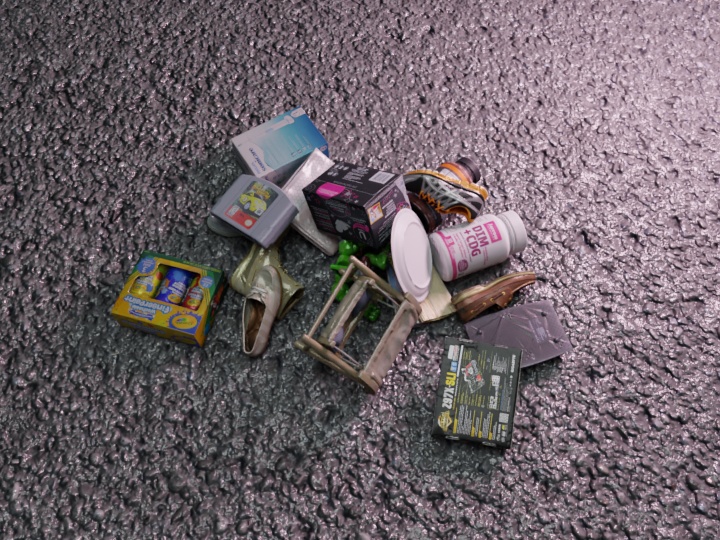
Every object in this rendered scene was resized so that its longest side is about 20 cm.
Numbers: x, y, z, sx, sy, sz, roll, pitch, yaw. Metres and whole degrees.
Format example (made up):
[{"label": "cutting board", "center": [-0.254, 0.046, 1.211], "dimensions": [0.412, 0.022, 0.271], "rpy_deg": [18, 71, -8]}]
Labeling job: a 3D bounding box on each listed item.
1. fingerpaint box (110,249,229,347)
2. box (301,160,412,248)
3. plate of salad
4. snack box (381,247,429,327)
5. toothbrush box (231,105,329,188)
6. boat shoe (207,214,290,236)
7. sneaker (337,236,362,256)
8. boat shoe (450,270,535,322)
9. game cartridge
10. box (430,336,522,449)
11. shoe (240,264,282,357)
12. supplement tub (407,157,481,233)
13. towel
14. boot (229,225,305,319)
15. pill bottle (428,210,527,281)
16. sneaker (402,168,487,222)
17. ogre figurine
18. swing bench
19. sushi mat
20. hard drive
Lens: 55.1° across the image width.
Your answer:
[{"label": "fingerpaint box", "center": [-0.416, 0.060, 1.518], "dimensions": [0.199, 0.074, 0.168], "rpy_deg": [14, 62, 10]}, {"label": "box", "center": [-0.005, -0.147, 1.507], "dimensions": [0.199, 0.115, 0.132], "rpy_deg": [20, 51, 41]}, {"label": "plate of salad", "center": [0.103, -0.031, 1.464], "dimensions": [0.048, 0.200, 0.201], "rpy_deg": [-8, 56, 29]}, {"label": "snack box", "center": [0.099, 0.035, 1.545], "dimensions": [0.071, 0.024, 0.201], "rpy_deg": [-8, 60, -4]}, {"label": "toothbrush box", "center": [-0.197, -0.295, 1.707], "dimensions": [0.199, 0.085, 0.147], "rpy_deg": [-30, 64, -15]}, {"label": "boat shoe", "center": [-0.264, -0.123, 1.619], "dimensions": [0.199, 0.072, 0.070], "rpy_deg": [4, 60, 4]}, {"label": "sneaker", "center": [0.039, -0.105, 1.613], "dimensions": [0.200, 0.073, 0.085], "rpy_deg": [-40, 100, -23]}, {"label": "boat shoe", "center": [0.296, 0.056, 1.507], "dimensions": [0.199, 0.072, 0.068], "rpy_deg": [-19, 79, -12]}, {"label": "game cartridge", "center": [-0.237, -0.141, 1.548], "dimensions": [0.199, 0.041, 0.133], "rpy_deg": [29, 71, 34]}, {"label": "box", "center": [0.233, 0.244, 1.380], "dimensions": [0.159, 0.049, 0.201], "rpy_deg": [8, 77, 8]}, {"label": "shoe", "center": [-0.213, 0.085, 1.466], "dimensions": [0.069, 0.053, 0.201], "rpy_deg": [9, 85, 16]}, {"label": "supplement tub", "center": [0.193, -0.182, 1.621], "dimensions": [0.200, 0.107, 0.107], "rpy_deg": [-40, 67, -20]}, {"label": "towel", "center": [-0.086, -0.164, 1.620], "dimensions": [0.191, 0.032, 0.200], "rpy_deg": [38, 65, -7]}, {"label": "boot", "center": [-0.179, -0.008, 1.536], "dimensions": [0.155, 0.073, 0.201], "rpy_deg": [32, 81, 18]}, {"label": "pill bottle", "center": [0.262, -0.059, 1.543], "dimensions": [0.199, 0.114, 0.114], "rpy_deg": [-20, 61, -9]}, {"label": "sneaker", "center": [0.177, -0.165, 1.514], "dimensions": [0.199, 0.078, 0.078], "rpy_deg": [15, 78, 7]}, {"label": "ogre figurine", "center": [0.000, 0.000, 1.520], "dimensions": [0.119, 0.201, 0.098], "rpy_deg": [9, 16, 12]}, {"label": "swing bench", "center": [0.004, 0.115, 1.396], "dimensions": [0.199, 0.130, 0.200], "rpy_deg": [32, 74, -4]}, {"label": "sushi mat", "center": [0.134, 0.021, 1.533], "dimensions": [0.095, 0.012, 0.201], "rpy_deg": [-16, 64, -24]}, {"label": "hard drive", "center": [0.332, 0.147, 1.464], "dimensions": [0.199, 0.042, 0.136], "rpy_deg": [-16, 61, -6]}]
